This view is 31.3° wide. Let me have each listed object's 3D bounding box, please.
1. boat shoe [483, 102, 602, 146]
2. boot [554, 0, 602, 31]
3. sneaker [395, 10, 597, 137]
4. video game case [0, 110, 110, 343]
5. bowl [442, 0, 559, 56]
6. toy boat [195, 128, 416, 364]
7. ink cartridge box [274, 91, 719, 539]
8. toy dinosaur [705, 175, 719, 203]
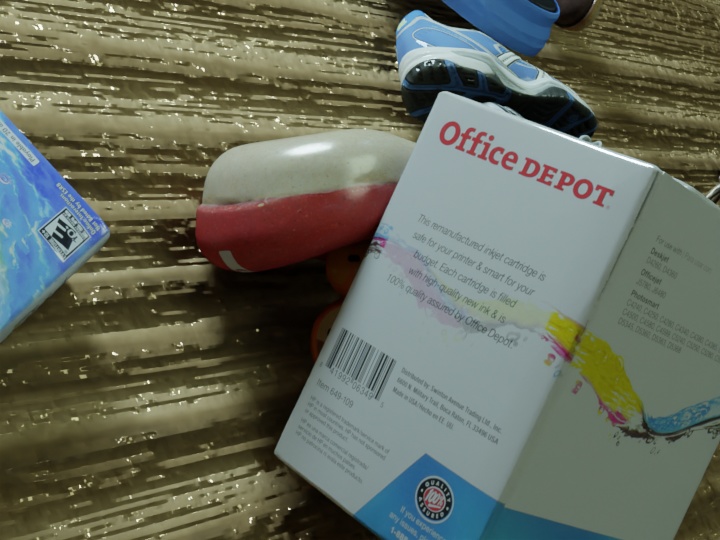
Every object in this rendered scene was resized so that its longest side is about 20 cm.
[{"bbox_3d":[0.159,-0.062,0.949,0.199,0.073,0.068,43,76,-15],"label":"boat shoe"},{"bbox_3d":[0.126,-0.309,1.157,0.165,0.072,0.202,16,41,-40],"label":"boot"},{"bbox_3d":[0.106,-0.140,0.973,0.199,0.076,0.078,20,41,-40],"label":"sneaker"},{"bbox_3d":[-0.223,-0.038,0.526,0.200,0.045,0.182,47,36,-8],"label":"video game case"},{"bbox_3d":[0.080,-0.253,1.031,0.200,0.039,0.201,35,24,-17],"label":"bowl"},{"bbox_3d":[0.000,0.000,0.711,0.198,0.130,0.133,13,79,-43],"label":"toy boat"},{"bbox_3d":[0.086,0.043,0.631,0.145,0.202,0.146,23,4,-43],"label":"ink cartridge box"},{"bbox_3d":[0.355,-0.026,1.169,0.135,0.086,0.200,40,51,0],"label":"toy dinosaur"}]
